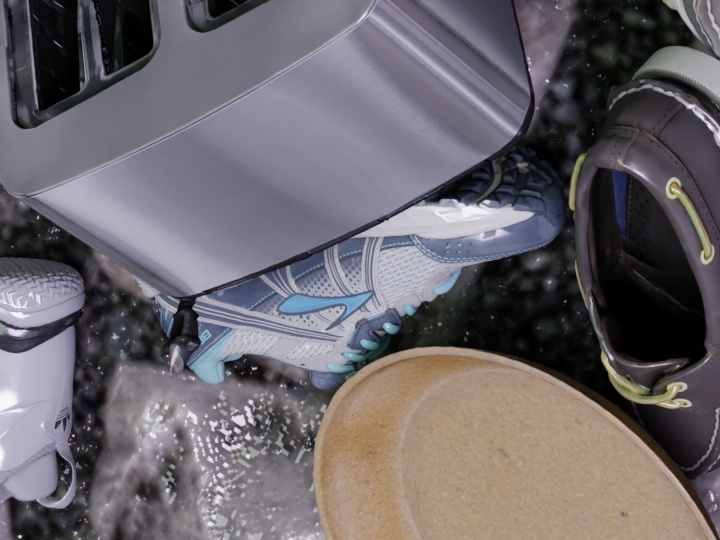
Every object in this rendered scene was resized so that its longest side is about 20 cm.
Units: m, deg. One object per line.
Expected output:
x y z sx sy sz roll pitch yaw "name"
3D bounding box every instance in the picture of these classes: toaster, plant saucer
-0.042 -0.096 0.782 0.180 0.118 0.202 -24 58 25 "toaster"
0.071 0.110 0.840 0.199 0.035 0.202 21 130 27 "plant saucer"

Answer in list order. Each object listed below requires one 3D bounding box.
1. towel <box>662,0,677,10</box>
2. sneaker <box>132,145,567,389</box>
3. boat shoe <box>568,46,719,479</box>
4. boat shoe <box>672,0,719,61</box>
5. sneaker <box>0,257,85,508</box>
0.208 -0.150 0.723 0.147 0.037 0.201 23 119 -16 "towel"
0.000 0.000 0.862 0.198 0.078 0.087 -9 110 30 "sneaker"
0.112 0.012 0.769 0.071 0.061 0.202 24 144 32 "boat shoe"
0.195 -0.057 0.723 0.201 0.061 0.072 30 121 -17 "boat shoe"
-0.216 0.056 0.948 0.198 0.075 0.116 -1 98 19 "sneaker"
